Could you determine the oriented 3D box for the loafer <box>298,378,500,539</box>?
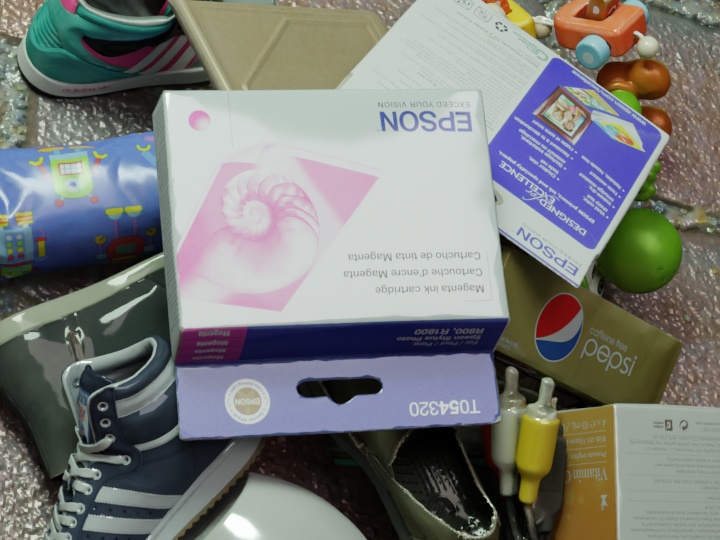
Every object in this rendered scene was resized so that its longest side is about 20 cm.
[{"bbox_3d":[0.029,0.095,1.147,0.075,0.070,0.200,-29,78,-27],"label":"loafer"}]

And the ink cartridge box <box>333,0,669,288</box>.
[{"bbox_3d":[0.086,-0.087,1.221,0.198,0.043,0.200,36,41,2],"label":"ink cartridge box"}]

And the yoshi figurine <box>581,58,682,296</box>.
[{"bbox_3d":[0.200,-0.053,1.365,0.112,0.112,0.200,30,56,-18],"label":"yoshi figurine"}]

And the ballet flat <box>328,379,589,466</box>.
[{"bbox_3d":[0.068,0.103,1.240,0.200,0.067,0.064,7,84,-28],"label":"ballet flat"}]

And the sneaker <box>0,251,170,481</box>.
[{"bbox_3d":[-0.131,0.055,1.178,0.200,0.075,0.106,-24,80,-24],"label":"sneaker"}]

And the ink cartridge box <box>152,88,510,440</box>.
[{"bbox_3d":[-0.015,-0.008,1.085,0.196,0.043,0.201,-2,73,-15],"label":"ink cartridge box"}]

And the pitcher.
[{"bbox_3d":[-0.016,0.204,1.131,0.200,0.121,0.172,45,35,-10],"label":"pitcher"}]

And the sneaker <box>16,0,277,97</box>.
[{"bbox_3d":[-0.128,-0.187,1.272,0.200,0.121,0.084,-19,73,-32],"label":"sneaker"}]

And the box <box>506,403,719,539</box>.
[{"bbox_3d":[0.163,0.188,1.171,0.097,0.124,0.201,5,79,-28],"label":"box"}]

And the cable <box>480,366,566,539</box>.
[{"bbox_3d":[0.093,0.160,1.151,0.050,0.097,0.201,6,87,-24],"label":"cable"}]

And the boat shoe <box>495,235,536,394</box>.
[{"bbox_3d":[0.100,-0.008,1.318,0.071,0.065,0.200,7,61,-22],"label":"boat shoe"}]

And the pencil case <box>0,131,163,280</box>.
[{"bbox_3d":[-0.160,-0.049,1.187,0.199,0.078,0.087,-11,71,-16],"label":"pencil case"}]

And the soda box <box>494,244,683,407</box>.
[{"bbox_3d":[0.125,0.040,1.233,0.200,0.068,0.064,26,84,-43],"label":"soda box"}]

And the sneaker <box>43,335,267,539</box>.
[{"bbox_3d":[-0.155,0.127,1.077,0.200,0.070,0.109,-47,117,-12],"label":"sneaker"}]

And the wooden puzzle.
[{"bbox_3d":[-0.020,-0.100,1.222,0.200,0.037,0.185,1,52,-44],"label":"wooden puzzle"}]

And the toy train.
[{"bbox_3d":[0.114,-0.163,1.359,0.150,0.056,0.200,20,46,38],"label":"toy train"}]
